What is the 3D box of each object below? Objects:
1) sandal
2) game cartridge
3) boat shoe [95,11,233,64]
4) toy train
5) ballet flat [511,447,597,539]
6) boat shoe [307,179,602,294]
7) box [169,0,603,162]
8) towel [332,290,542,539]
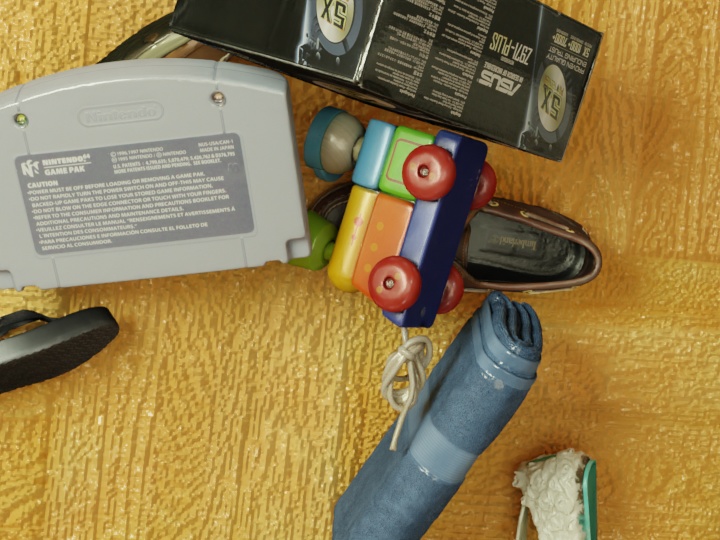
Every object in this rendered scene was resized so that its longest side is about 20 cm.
[{"bbox_3d":[-0.252,0.058,0.984,0.200,0.076,0.043,-19,76,-10],"label":"sandal"},{"bbox_3d":[-0.135,-0.059,0.935,0.199,0.041,0.133,-6,121,2],"label":"game cartridge"},{"bbox_3d":[-0.138,-0.106,0.985,0.200,0.076,0.074,-31,109,2],"label":"boat shoe"},{"bbox_3d":[0.000,0.000,0.979,0.115,0.085,0.201,20,96,26],"label":"toy train"},{"bbox_3d":[0.145,0.222,1.106,0.072,0.072,0.201,-9,98,-11],"label":"ballet flat"},{"bbox_3d":[0.064,-0.022,1.040,0.199,0.070,0.071,4,101,-12],"label":"boat shoe"},{"bbox_3d":[0.018,-0.142,0.922,0.200,0.164,0.086,14,96,-49],"label":"box"},{"bbox_3d":[0.052,0.113,1.018,0.048,0.112,0.200,33,106,-7],"label":"towel"}]
